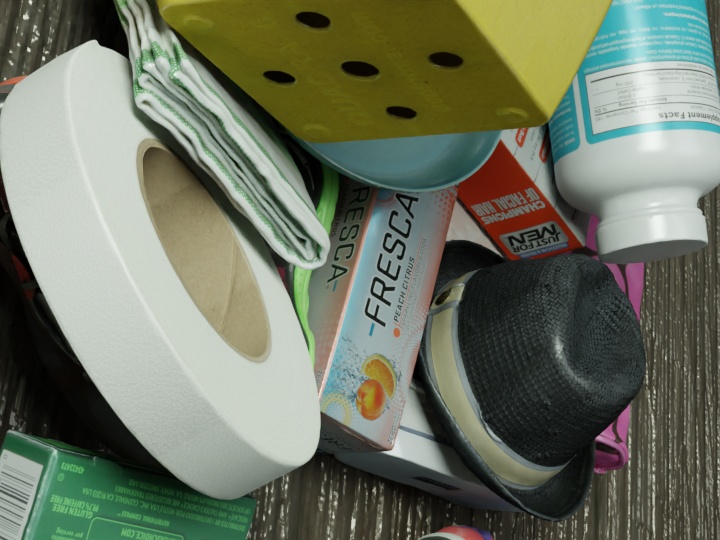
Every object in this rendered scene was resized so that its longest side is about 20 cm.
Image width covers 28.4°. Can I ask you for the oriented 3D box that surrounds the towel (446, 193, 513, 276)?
[{"bbox_3d":[0.066,-0.087,0.979,0.201,0.032,0.192,54,44,-26],"label":"towel"}]

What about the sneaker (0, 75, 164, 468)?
[{"bbox_3d":[-0.130,0.009,0.642,0.202,0.076,0.082,61,5,-3],"label":"sneaker"}]

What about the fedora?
[{"bbox_3d":[0.116,0.049,0.864,0.200,0.091,0.202,37,36,-33],"label":"fedora"}]

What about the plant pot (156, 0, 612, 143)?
[{"bbox_3d":[0.014,-0.168,0.638,0.200,0.198,0.179,37,56,-55],"label":"plant pot"}]

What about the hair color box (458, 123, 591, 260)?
[{"bbox_3d":[0.084,-0.112,0.935,0.200,0.063,0.112,47,46,-29],"label":"hair color box"}]

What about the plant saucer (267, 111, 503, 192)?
[{"bbox_3d":[0.001,-0.133,0.786,0.198,0.027,0.203,16,62,-32],"label":"plant saucer"}]

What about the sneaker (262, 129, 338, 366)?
[{"bbox_3d":[-0.067,0.010,0.757,0.083,0.076,0.202,26,53,-30],"label":"sneaker"}]

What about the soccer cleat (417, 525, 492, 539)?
[{"bbox_3d":[0.075,0.256,0.864,0.073,0.067,0.203,-3,80,-60],"label":"soccer cleat"}]

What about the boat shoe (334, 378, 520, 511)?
[{"bbox_3d":[0.064,0.105,0.885,0.199,0.073,0.066,28,62,-46],"label":"boat shoe"}]

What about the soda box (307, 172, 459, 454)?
[{"bbox_3d":[0.000,0.000,0.815,0.063,0.068,0.202,32,62,-35],"label":"soda box"}]

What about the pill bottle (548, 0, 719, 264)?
[{"bbox_3d":[0.172,-0.110,0.904,0.110,0.110,0.203,7,74,-51],"label":"pill bottle"}]

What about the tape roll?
[{"bbox_3d":[-0.081,-0.001,0.614,0.204,0.037,0.203,59,13,-21],"label":"tape roll"}]

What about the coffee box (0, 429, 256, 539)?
[{"bbox_3d":[-0.124,0.178,0.597,0.122,0.044,0.203,22,81,-47],"label":"coffee box"}]

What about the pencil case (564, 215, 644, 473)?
[{"bbox_3d":[0.166,0.048,1.028,0.094,0.090,0.202,60,38,-52],"label":"pencil case"}]

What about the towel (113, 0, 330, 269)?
[{"bbox_3d":[-0.084,-0.102,0.706,0.150,0.030,0.201,52,8,-44],"label":"towel"}]
